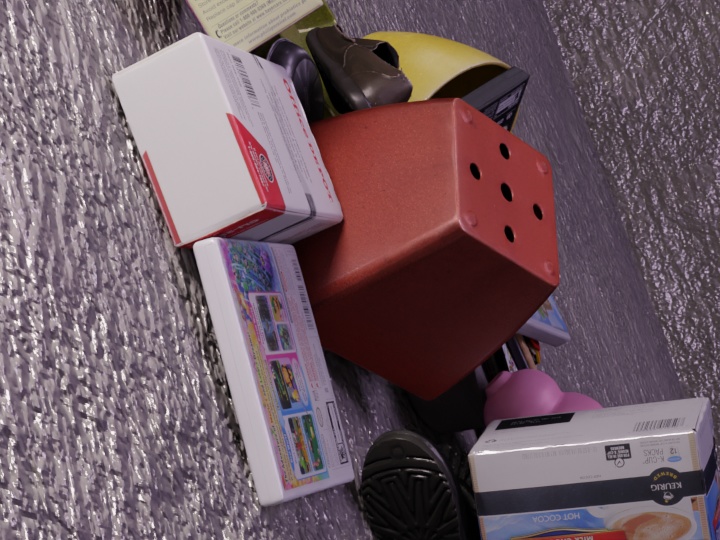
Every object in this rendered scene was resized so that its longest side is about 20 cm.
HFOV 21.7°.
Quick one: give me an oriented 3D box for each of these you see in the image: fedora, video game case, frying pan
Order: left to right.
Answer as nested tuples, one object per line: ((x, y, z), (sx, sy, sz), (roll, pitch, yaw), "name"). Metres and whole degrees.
((-0.064, 0.075, 1.449), (0.182, 0.024, 0.201), (3, 71, -73), "video game case")
((-0.074, -0.156, 1.679), (0.190, 0.031, 0.116), (6, 83, -70), "frying pan")
((0.088, -0.096, 1.881), (0.025, 0.181, 0.200), (31, 37, 19), "video game case")
((0.087, 0.087, 1.851), (0.200, 0.090, 0.177), (61, 17, -46), "fedora")
((0.142, -0.018, 1.837), (0.183, 0.022, 0.200), (67, 14, 14), "video game case")

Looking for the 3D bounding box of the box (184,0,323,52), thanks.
((-0.137, -0.298, 1.540), (0.200, 0.096, 0.176), (59, -1, -31), "box")

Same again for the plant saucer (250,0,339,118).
((-0.081, -0.248, 1.839), (0.200, 0.048, 0.200), (55, 20, -38), "plant saucer")

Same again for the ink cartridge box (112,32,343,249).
((-0.100, -0.094, 1.484), (0.145, 0.083, 0.200), (69, 15, 8), "ink cartridge box")

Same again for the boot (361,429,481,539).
((0.064, 0.191, 1.638), (0.158, 0.079, 0.212), (-75, 151, -56), "boot")

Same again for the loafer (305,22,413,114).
((0.004, -0.181, 1.741), (0.200, 0.071, 0.073), (-120, -175, -58), "loafer")

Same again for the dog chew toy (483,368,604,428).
((0.195, 0.172, 1.750), (0.200, 0.125, 0.125), (45, 17, -2), "dog chew toy")

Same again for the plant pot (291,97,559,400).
((0.060, -0.035, 1.620), (0.200, 0.176, 0.201), (29, 48, -38), "plant pot")

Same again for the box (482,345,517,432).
((0.158, 0.103, 2.093), (0.137, 0.039, 0.201), (13, 68, -72), "box")

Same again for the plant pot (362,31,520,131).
((0.047, -0.167, 1.953), (0.142, 0.200, 0.200), (41, 1, 29), "plant pot")

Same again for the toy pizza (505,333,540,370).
((0.148, 0.036, 1.915), (0.200, 0.032, 0.201), (-25, 90, -87), "toy pizza")

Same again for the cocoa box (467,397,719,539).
((0.207, 0.195, 1.622), (0.133, 0.199, 0.132), (-31, 113, -73), "cocoa box")
